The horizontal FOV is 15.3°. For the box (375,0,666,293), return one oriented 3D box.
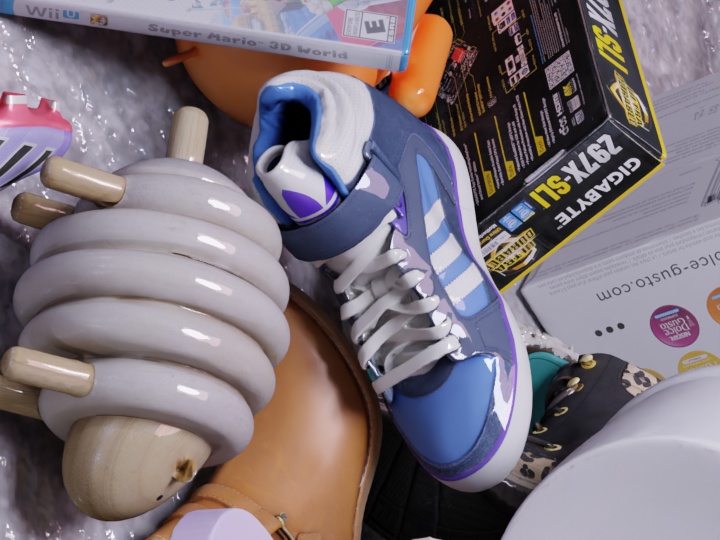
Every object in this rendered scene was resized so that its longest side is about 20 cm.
[{"bbox_3d":[0.070,-0.085,1.399,0.049,0.160,0.201,32,31,-31],"label":"box"}]

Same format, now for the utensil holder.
[{"bbox_3d":[0.153,0.137,1.194,0.171,0.169,0.200,71,18,2],"label":"utensil holder"}]

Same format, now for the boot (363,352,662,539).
[{"bbox_3d":[0.088,0.095,1.393,0.151,0.199,0.074,-49,154,-58],"label":"boot"}]

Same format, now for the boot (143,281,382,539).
[{"bbox_3d":[-0.054,0.107,1.260,0.154,0.073,0.201,-16,84,-51],"label":"boot"}]

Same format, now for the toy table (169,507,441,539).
[{"bbox_3d":[-0.002,0.187,1.141,0.201,0.116,0.185,69,24,-47],"label":"toy table"}]

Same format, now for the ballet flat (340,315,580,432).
[{"bbox_3d":[0.061,0.041,1.458,0.200,0.071,0.072,24,55,-46],"label":"ballet flat"}]

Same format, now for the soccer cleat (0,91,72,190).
[{"bbox_3d":[-0.198,-0.042,1.154,0.200,0.066,0.077,-9,111,-60],"label":"soccer cleat"}]

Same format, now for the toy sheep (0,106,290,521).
[{"bbox_3d":[-0.095,0.016,1.199,0.138,0.137,0.201,29,64,-44],"label":"toy sheep"}]

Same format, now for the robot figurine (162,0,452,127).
[{"bbox_3d":[-0.020,-0.150,1.376,0.200,0.116,0.144,-58,139,-32],"label":"robot figurine"}]

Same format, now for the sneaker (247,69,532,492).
[{"bbox_3d":[0.000,0.000,1.255,0.146,0.080,0.201,21,50,-48],"label":"sneaker"}]

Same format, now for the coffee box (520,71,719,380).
[{"bbox_3d":[0.252,0.004,1.616,0.198,0.199,0.200,56,36,-20],"label":"coffee box"}]

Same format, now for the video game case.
[{"bbox_3d":[-0.068,-0.170,1.303,0.018,0.199,0.144,100,-2,-57],"label":"video game case"}]
